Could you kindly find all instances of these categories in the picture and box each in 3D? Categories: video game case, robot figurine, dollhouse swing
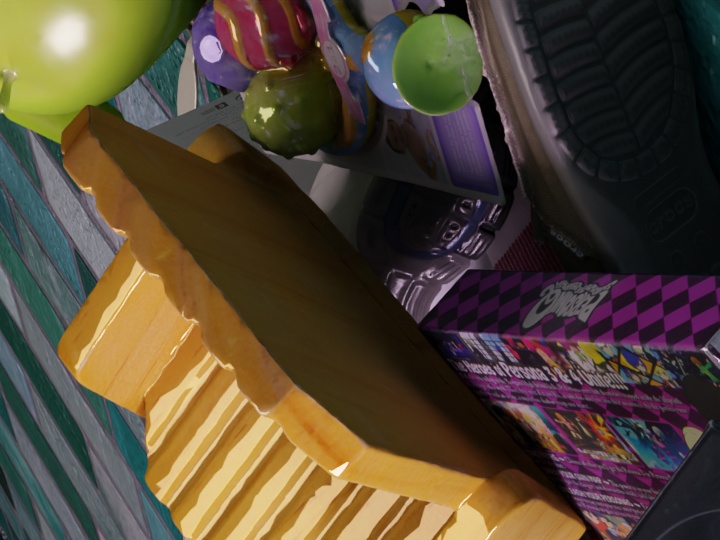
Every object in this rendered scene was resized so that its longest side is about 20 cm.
[{"bbox_3d":[0.125,0.073,0.814,0.181,0.036,0.200,46,164,-16],"label":"video game case"},{"bbox_3d":[-0.121,-0.139,1.053,0.200,0.116,0.176,-64,-23,-62],"label":"robot figurine"},{"bbox_3d":[-0.052,0.061,0.899,0.200,0.176,0.182,50,118,26],"label":"dollhouse swing"}]

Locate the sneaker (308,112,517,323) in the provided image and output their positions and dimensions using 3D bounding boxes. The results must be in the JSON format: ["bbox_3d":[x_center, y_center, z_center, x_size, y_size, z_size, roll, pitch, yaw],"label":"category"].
[{"bbox_3d":[0.000,0.000,1.036,0.200,0.074,0.087,-57,27,25],"label":"sneaker"}]

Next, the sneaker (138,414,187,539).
[{"bbox_3d":[-0.065,0.072,1.183,0.072,0.072,0.200,-89,-9,-60],"label":"sneaker"}]

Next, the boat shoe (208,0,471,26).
[{"bbox_3d":[-0.015,-0.129,1.009,0.200,0.075,0.093,15,121,59],"label":"boat shoe"}]

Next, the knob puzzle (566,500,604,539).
[{"bbox_3d":[0.099,0.087,1.026,0.220,0.030,0.220,58,167,21],"label":"knob puzzle"}]

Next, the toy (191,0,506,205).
[{"bbox_3d":[-0.025,-0.081,0.927,0.200,0.047,0.115,12,125,58],"label":"toy"}]

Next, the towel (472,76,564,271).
[{"bbox_3d":[0.066,-0.050,1.011,0.200,0.023,0.144,63,164,10],"label":"towel"}]

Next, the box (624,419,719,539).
[{"bbox_3d":[0.125,0.155,0.733,0.106,0.122,0.200,29,161,29],"label":"box"}]

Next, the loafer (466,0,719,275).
[{"bbox_3d":[0.079,-0.037,0.863,0.070,0.075,0.200,-7,107,56],"label":"loafer"}]

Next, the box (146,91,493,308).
[{"bbox_3d":[-0.012,-0.002,1.193,0.200,0.097,0.124,40,151,57],"label":"box"}]

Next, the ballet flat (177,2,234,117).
[{"bbox_3d":[-0.059,-0.067,1.306,0.069,0.071,0.200,41,151,56],"label":"ballet flat"}]
